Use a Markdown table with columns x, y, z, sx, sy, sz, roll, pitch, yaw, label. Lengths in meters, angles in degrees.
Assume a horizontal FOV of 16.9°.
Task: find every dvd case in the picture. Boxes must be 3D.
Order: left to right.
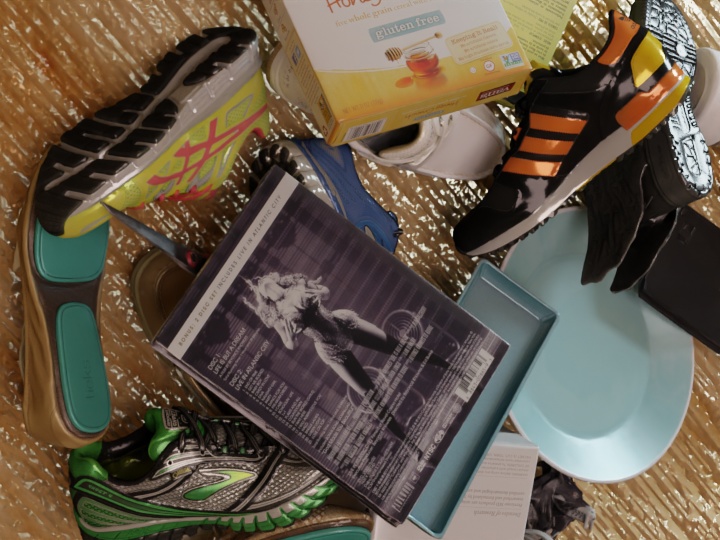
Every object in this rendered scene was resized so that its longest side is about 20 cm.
| x | y | z | sx | sy | sz | roll | pitch | yaw | label |
| --- | --- | --- | --- | --- | --- | --- | --- | --- | --- |
| -0.017 | 0.048 | 1.563 | 0.200 | 0.016 | 0.149 | 37 | 67 | -10 | dvd case |

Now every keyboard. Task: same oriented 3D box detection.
| x | y | z | sx | sy | sz | roll | pitch | yaw | label |
| --- | --- | --- | --- | --- | --- | --- | --- | --- | --- |
| 0.295 | 0.006 | 1.810 | 0.200 | 0.021 | 0.128 | 33 | 82 | -31 | keyboard |

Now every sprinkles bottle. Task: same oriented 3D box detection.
| x | y | z | sx | sy | sz | roll | pitch | yaw | label |
| --- | --- | --- | --- | --- | --- | --- | --- | --- | --- |
| 0.319 | -0.102 | 1.777 | 0.199 | 0.068 | 0.069 | 18 | 93 | -26 | sprinkles bottle |

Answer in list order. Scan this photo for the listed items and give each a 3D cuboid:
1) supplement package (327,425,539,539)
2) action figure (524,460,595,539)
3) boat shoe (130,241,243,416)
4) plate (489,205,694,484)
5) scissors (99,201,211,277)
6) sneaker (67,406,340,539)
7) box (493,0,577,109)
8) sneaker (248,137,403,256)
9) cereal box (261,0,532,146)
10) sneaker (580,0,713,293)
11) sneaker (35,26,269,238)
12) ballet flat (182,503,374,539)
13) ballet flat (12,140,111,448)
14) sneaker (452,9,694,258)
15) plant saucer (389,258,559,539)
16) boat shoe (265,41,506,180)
| x | y | z | sx | sy | sz | roll | pitch | yaw | label |
| --- | --- | --- | --- | --- | --- | --- | --- | --- | --- |
| 0.032 | 0.200 | 1.685 | 0.119 | 0.121 | 0.201 | 5 | 98 | -24 | supplement package |
| 0.134 | 0.222 | 1.740 | 0.119 | 0.102 | 0.201 | 5 | 104 | -59 | action figure |
| -0.083 | 0.066 | 1.638 | 0.073 | 0.063 | 0.200 | -40 | 113 | -11 | boat shoe |
| 0.162 | 0.054 | 1.736 | 0.199 | 0.026 | 0.201 | 8 | 77 | -36 | plate |
| -0.105 | -0.007 | 1.573 | 0.200 | 0.014 | 0.073 | 47 | 39 | -36 | scissors |
| -0.096 | 0.126 | 1.575 | 0.199 | 0.078 | 0.085 | -17 | 126 | 0 | sneaker |
| 0.119 | -0.216 | 1.675 | 0.075 | 0.050 | 0.201 | 22 | 92 | -26 | box |
| 0.000 | 0.000 | 1.639 | 0.089 | 0.078 | 0.201 | -20 | 93 | -40 | sneaker |
| 0.007 | -0.190 | 1.577 | 0.143 | 0.040 | 0.201 | -18 | 71 | -20 | cereal box |
| 0.192 | -0.093 | 1.719 | 0.060 | 0.104 | 0.201 | 15 | 57 | -39 | sneaker |
| -0.125 | -0.072 | 1.570 | 0.200 | 0.078 | 0.091 | -41 | 129 | -29 | sneaker |
| -0.083 | 0.190 | 1.627 | 0.199 | 0.066 | 0.071 | -27 | 141 | 15 | ballet flat |
| -0.202 | 0.016 | 1.571 | 0.068 | 0.063 | 0.201 | 8 | 75 | -44 | ballet flat |
| 0.128 | -0.095 | 1.655 | 0.200 | 0.070 | 0.090 | -39 | 95 | 15 | sneaker |
| 0.065 | 0.086 | 1.620 | 0.070 | 0.019 | 0.200 | 36 | 56 | -7 | plant saucer |
| 0.027 | -0.098 | 1.634 | 0.199 | 0.069 | 0.071 | 19 | 109 | -35 | boat shoe |
